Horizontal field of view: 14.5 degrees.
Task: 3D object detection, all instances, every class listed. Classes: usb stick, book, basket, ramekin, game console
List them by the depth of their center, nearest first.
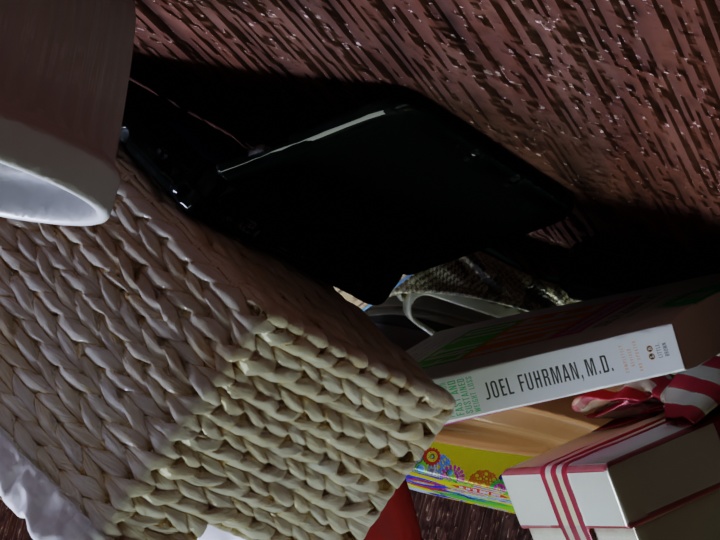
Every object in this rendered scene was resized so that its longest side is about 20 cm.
[{"bbox_3d":[-0.187,-0.096,1.183,0.199,0.105,0.200,15,172,2],"label":"ramekin"},{"bbox_3d":[-0.094,0.055,1.417,0.200,0.161,0.198,44,-171,36],"label":"basket"},{"bbox_3d":[-0.020,-0.064,1.418,0.176,0.116,0.200,44,-172,31],"label":"game console"},{"bbox_3d":[0.103,0.048,1.486,0.199,0.048,0.133,-14,-176,30],"label":"book"},{"bbox_3d":[0.206,0.021,1.552,0.199,0.033,0.055,13,171,7],"label":"usb stick"}]

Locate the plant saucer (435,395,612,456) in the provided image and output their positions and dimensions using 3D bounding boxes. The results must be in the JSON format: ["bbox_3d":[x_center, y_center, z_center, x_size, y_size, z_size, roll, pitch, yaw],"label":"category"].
[{"bbox_3d":[0.058,0.083,1.694,0.199,0.032,0.200,10,171,2],"label":"plant saucer"}]

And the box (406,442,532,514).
[{"bbox_3d":[0.084,0.095,1.959,0.192,0.123,0.200,13,172,5],"label":"box"}]

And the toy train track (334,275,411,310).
[{"bbox_3d":[-0.014,0.011,1.565,0.115,0.033,0.200,38,124,-23],"label":"toy train track"}]

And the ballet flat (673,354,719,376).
[{"bbox_3d":[0.226,0.064,1.701,0.069,0.070,0.200,20,170,-38],"label":"ballet flat"}]

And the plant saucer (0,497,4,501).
[{"bbox_3d":[-0.194,0.066,1.778,0.200,0.201,0.035,18,131,-24],"label":"plant saucer"}]

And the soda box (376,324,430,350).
[{"bbox_3d":[0.028,0.026,1.781,0.199,0.064,0.068,12,174,12],"label":"soda box"}]

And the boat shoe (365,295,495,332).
[{"bbox_3d":[0.000,0.000,1.652,0.200,0.067,0.057,16,168,-39],"label":"boat shoe"}]

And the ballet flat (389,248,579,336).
[{"bbox_3d":[0.090,0.024,1.622,0.199,0.076,0.068,16,173,-15],"label":"ballet flat"}]

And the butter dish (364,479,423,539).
[{"bbox_3d":[-0.032,0.183,1.657,0.199,0.148,0.199,-26,170,-1],"label":"butter dish"}]

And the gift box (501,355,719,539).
[{"bbox_3d":[0.202,0.133,1.499,0.199,0.187,0.184,-23,-178,-22],"label":"gift box"}]
